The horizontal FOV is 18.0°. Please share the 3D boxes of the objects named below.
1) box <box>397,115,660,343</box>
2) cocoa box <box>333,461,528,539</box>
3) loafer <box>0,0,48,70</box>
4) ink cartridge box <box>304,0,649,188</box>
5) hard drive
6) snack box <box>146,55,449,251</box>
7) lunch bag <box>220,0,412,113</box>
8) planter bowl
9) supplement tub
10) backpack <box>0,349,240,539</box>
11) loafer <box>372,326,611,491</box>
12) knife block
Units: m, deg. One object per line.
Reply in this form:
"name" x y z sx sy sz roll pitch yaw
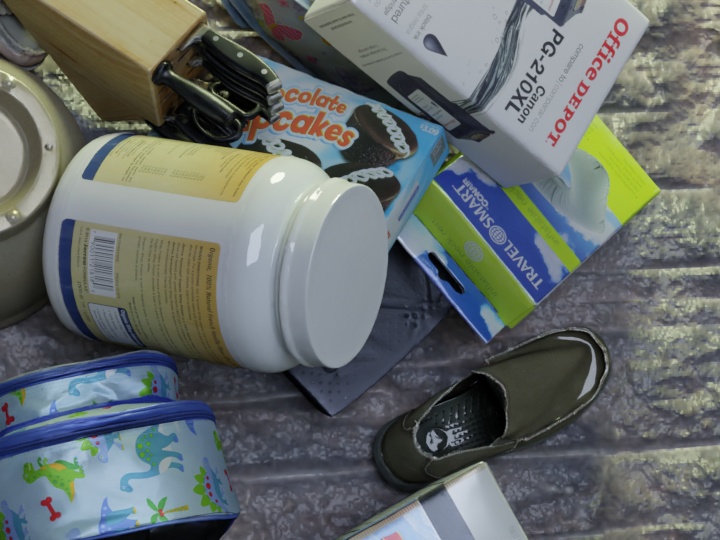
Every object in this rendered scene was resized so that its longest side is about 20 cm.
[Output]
"box" 0.122 -0.049 1.672 0.122 0.048 0.200 49 50 1
"cocoa box" 0.062 0.253 1.548 0.131 0.133 0.201 -27 85 -17
"loafer" -0.267 -0.243 1.624 0.072 0.063 0.201 -17 80 -43
"ink cartridge box" 0.084 -0.175 1.591 0.200 0.084 0.145 38 71 -19
"hard drive" 0.000 0.000 1.660 0.135 0.042 0.200 46 68 -2
"snack box" -0.050 -0.082 1.620 0.199 0.037 0.116 22 68 23
"lunch bag" -0.006 -0.233 1.672 0.200 0.127 0.170 38 70 -16
"planter bowl" -0.273 -0.065 1.552 0.199 0.135 0.201 3 77 -14
"supplement tub" -0.095 -0.011 1.515 0.199 0.144 0.145 10 71 25
"backpack" -0.178 0.135 1.497 0.182 0.200 0.148 -11 80 -17
"loafer" 0.106 0.100 1.652 0.200 0.070 0.075 -30 86 -19
"knife block" -0.147 -0.161 1.564 0.064 0.175 0.200 -49 115 -24
